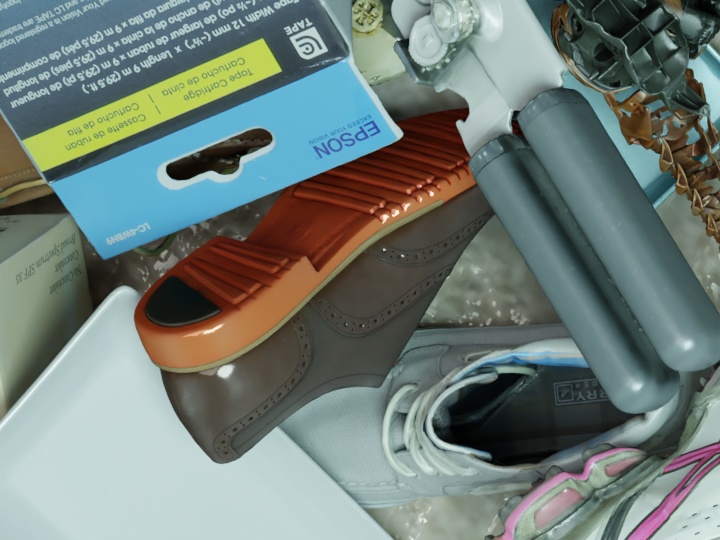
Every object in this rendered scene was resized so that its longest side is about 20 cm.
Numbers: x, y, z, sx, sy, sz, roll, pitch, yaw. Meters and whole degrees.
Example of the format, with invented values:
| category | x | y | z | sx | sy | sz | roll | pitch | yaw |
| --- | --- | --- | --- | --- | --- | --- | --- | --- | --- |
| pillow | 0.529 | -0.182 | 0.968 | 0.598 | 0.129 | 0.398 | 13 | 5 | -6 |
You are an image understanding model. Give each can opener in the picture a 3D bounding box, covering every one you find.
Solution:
| category | x | y | z | sx | sy | sz | roll | pitch | yaw |
| --- | --- | --- | --- | --- | --- | --- | --- | --- | --- |
| can opener | 0.074 | -0.042 | 1.049 | 0.053 | 0.066 | 0.201 | -44 | 61 | 32 |

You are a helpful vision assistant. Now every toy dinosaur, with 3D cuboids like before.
| category | x | y | z | sx | sy | sz | roll | pitch | yaw |
| --- | --- | --- | --- | --- | --- | --- | --- | --- | --- |
| toy dinosaur | 0.108 | -0.102 | 1.046 | 0.102 | 0.136 | 0.200 | -46 | 103 | -12 |

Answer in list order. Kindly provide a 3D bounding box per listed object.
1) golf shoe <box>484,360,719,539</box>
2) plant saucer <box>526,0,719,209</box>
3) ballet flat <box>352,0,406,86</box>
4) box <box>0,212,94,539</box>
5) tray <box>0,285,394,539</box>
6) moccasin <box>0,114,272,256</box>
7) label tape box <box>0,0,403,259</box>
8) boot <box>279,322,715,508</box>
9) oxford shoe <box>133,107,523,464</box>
| category | x | y | z | sx | sy | sz | roll | pitch | yaw |
| --- | --- | --- | --- | --- | --- | --- | --- | --- | --- |
| golf shoe | 0.146 | 0.080 | 1.033 | 0.200 | 0.073 | 0.092 | -36 | 47 | -7 |
| plant saucer | 0.065 | -0.114 | 1.119 | 0.070 | 0.019 | 0.200 | -43 | 96 | 15 |
| ballet flat | 0.039 | -0.164 | 1.141 | 0.066 | 0.057 | 0.201 | 34 | 101 | 18 |
| box | -0.148 | 0.086 | 1.159 | 0.077 | 0.095 | 0.201 | -3 | 108 | 21 |
| tray | -0.064 | 0.106 | 1.126 | 0.108 | 0.022 | 0.200 | -49 | 116 | -9 |
| moccasin | -0.097 | -0.048 | 1.184 | 0.200 | 0.074 | 0.078 | -7 | 101 | 17 |
| label tape box | -0.086 | -0.119 | 1.095 | 0.143 | 0.066 | 0.201 | -21 | 117 | 24 |
| boot | 0.036 | 0.053 | 1.118 | 0.199 | 0.095 | 0.074 | -12 | 85 | 20 |
| oxford shoe | 0.000 | 0.000 | 1.116 | 0.071 | 0.199 | 0.073 | 20 | 136 | 50 |
